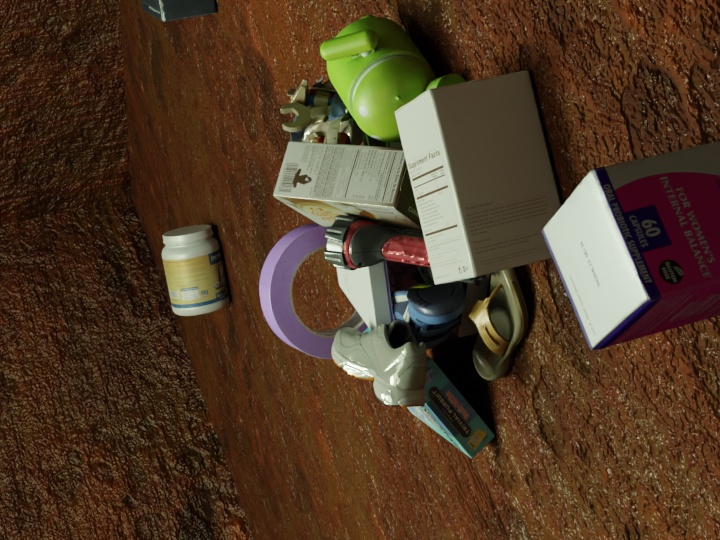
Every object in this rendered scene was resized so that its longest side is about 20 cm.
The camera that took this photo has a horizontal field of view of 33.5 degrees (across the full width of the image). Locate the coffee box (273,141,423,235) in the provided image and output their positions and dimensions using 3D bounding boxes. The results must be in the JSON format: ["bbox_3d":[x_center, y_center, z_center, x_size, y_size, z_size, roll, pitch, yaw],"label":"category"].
[{"bbox_3d":[0.005,-0.102,1.513,0.199,0.114,0.080,8,77,37],"label":"coffee box"}]

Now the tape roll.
[{"bbox_3d":[-0.049,0.029,1.800,0.066,0.199,0.202,-169,67,-69],"label":"tape roll"}]

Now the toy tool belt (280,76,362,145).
[{"bbox_3d":[-0.059,-0.204,1.675,0.200,0.122,0.126,-68,-21,-55],"label":"toy tool belt"}]

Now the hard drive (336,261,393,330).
[{"bbox_3d":[0.000,0.000,1.628,0.200,0.025,0.133,-128,27,-64],"label":"hard drive"}]

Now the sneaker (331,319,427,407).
[{"bbox_3d":[0.031,0.097,1.500,0.200,0.075,0.093,31,112,56],"label":"sneaker"}]

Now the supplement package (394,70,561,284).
[{"bbox_3d":[0.130,-0.098,1.297,0.120,0.120,0.201,165,92,-72],"label":"supplement package"}]

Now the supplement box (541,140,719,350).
[{"bbox_3d":[0.251,-0.027,0.861,0.103,0.199,0.102,119,134,-63],"label":"supplement box"}]

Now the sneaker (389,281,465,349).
[{"bbox_3d":[0.090,0.059,1.502,0.200,0.073,0.083,179,78,-81],"label":"sneaker"}]

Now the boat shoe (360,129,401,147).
[{"bbox_3d":[0.021,-0.113,1.622,0.074,0.068,0.201,148,122,-85],"label":"boat shoe"}]

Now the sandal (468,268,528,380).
[{"bbox_3d":[0.156,0.067,1.441,0.201,0.054,0.081,100,151,-48],"label":"sandal"}]

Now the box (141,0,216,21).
[{"bbox_3d":[-0.394,-0.636,2.494,0.200,0.123,0.198,-140,42,-61],"label":"box"}]

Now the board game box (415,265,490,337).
[{"bbox_3d":[0.107,-0.028,1.555,0.127,0.034,0.200,95,155,-43],"label":"board game box"}]

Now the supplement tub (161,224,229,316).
[{"bbox_3d":[-0.410,-0.001,2.951,0.145,0.144,0.201,-155,54,-68],"label":"supplement tub"}]

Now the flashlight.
[{"bbox_3d":[0.053,-0.022,1.448,0.199,0.068,0.068,11,161,31],"label":"flashlight"}]

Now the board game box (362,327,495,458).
[{"bbox_3d":[0.082,0.160,1.631,0.151,0.047,0.200,50,172,-22],"label":"board game box"}]

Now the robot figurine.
[{"bbox_3d":[0.028,-0.241,1.504,0.176,0.115,0.200,54,-174,-44],"label":"robot figurine"}]

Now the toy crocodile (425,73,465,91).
[{"bbox_3d":[0.120,-0.134,1.418,0.067,0.061,0.201,143,109,-72],"label":"toy crocodile"}]

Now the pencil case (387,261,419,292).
[{"bbox_3d":[0.033,-0.024,1.708,0.087,0.082,0.201,178,79,-85],"label":"pencil case"}]
